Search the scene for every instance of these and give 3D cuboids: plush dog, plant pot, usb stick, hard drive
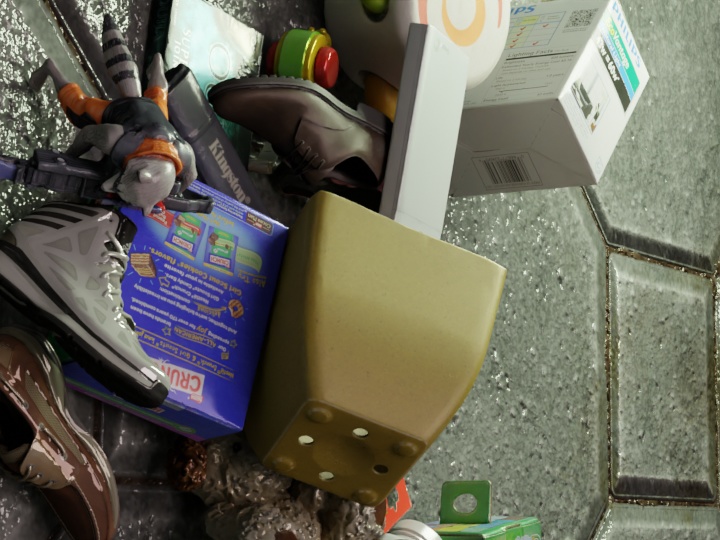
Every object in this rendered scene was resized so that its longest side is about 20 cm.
[{"bbox_3d":[-0.097,0.204,1.610,0.200,0.160,0.172,-19,82,-50],"label":"plush dog"},{"bbox_3d":[-0.002,0.090,1.566,0.195,0.194,0.200,22,46,-14],"label":"plant pot"},{"bbox_3d":[-0.134,-0.097,1.615,0.056,0.033,0.200,-56,130,-41],"label":"usb stick"},{"bbox_3d":[0.063,-0.128,1.729,0.132,0.026,0.201,23,76,-67],"label":"hard drive"}]

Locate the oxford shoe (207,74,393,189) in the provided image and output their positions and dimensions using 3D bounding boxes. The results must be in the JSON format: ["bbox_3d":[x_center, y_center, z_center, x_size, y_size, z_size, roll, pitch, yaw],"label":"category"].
[{"bbox_3d":[-0.053,-0.126,1.641,0.199,0.073,0.085,17,62,-28],"label":"oxford shoe"}]

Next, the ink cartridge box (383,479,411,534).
[{"bbox_3d":[0.039,0.154,1.797,0.162,0.050,0.201,-13,90,-78],"label":"ink cartridge box"}]

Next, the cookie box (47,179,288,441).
[{"bbox_3d":[-0.168,0.025,1.525,0.171,0.075,0.201,27,61,-29],"label":"cookie box"}]

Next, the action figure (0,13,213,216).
[{"bbox_3d":[-0.211,-0.118,1.430,0.199,0.105,0.194,4,37,-33],"label":"action figure"}]

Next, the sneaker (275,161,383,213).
[{"bbox_3d":[-0.005,-0.083,1.790,0.200,0.095,0.079,25,42,-41],"label":"sneaker"}]

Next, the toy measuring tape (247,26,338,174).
[{"bbox_3d":[-0.070,-0.180,1.720,0.074,0.073,0.200,59,38,-31],"label":"toy measuring tape"}]

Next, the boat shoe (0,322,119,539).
[{"bbox_3d":[-0.263,0.144,1.425,0.072,0.076,0.201,-36,105,-46],"label":"boat shoe"}]

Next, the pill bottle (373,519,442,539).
[{"bbox_3d":[0.010,0.331,1.745,0.200,0.104,0.105,-41,118,-49],"label":"pill bottle"}]

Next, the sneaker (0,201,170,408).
[{"bbox_3d":[-0.203,0.013,1.405,0.115,0.200,0.076,-46,162,-17],"label":"sneaker"}]

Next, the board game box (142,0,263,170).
[{"bbox_3d":[-0.151,-0.152,1.649,0.135,0.028,0.201,24,67,-50],"label":"board game box"}]

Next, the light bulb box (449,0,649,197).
[{"bbox_3d":[0.194,-0.199,1.991,0.125,0.198,0.200,61,43,-32],"label":"light bulb box"}]

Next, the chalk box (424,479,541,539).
[{"bbox_3d":[0.116,0.327,1.877,0.124,0.124,0.201,-4,87,-54],"label":"chalk box"}]

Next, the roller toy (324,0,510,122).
[{"bbox_3d":[0.057,-0.275,1.861,0.182,0.139,0.200,-41,121,-36],"label":"roller toy"}]
